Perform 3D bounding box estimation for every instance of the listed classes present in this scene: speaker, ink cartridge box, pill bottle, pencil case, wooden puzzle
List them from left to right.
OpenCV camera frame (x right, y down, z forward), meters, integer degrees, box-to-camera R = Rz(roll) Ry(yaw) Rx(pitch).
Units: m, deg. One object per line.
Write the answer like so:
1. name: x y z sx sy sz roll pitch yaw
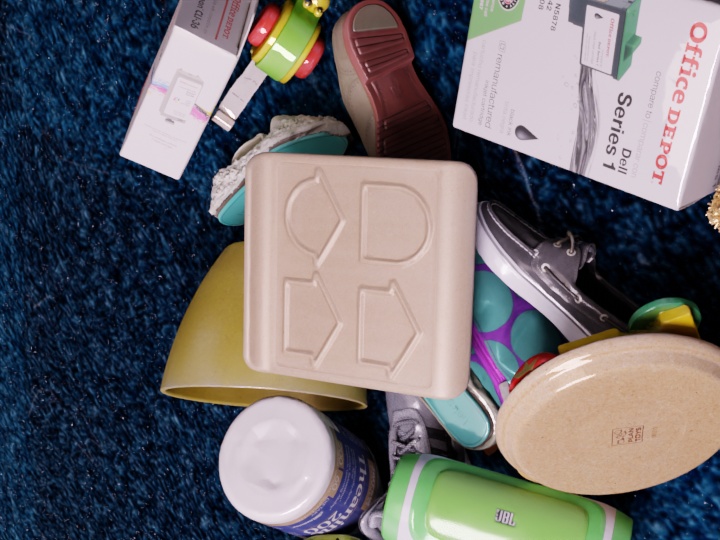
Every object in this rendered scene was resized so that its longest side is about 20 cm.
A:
1. ink cartridge box: -0.159 -0.203 1.040 0.067 0.118 0.201 22 129 -16
2. pill bottle: -0.045 0.196 1.029 0.109 0.200 0.113 -7 68 17
3. wooden puzzle: 0.000 0.000 0.897 0.196 0.046 0.189 5 99 22
4. pencil case: 0.111 0.044 0.920 0.202 0.092 0.085 56 131 12
5. speaker: 0.120 0.215 0.902 0.196 0.089 0.090 14 115 14
6. ink cartridge box: 0.180 -0.150 0.799 0.198 0.084 0.149 25 120 32

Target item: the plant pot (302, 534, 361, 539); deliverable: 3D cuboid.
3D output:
1. plant pot: -0.026 0.344 1.028 0.199 0.199 0.192 37 149 25

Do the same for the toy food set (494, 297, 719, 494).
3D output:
1. toy food set: 0.198 0.106 0.822 0.195 0.049 0.201 -19 136 15

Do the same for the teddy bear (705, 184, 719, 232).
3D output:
1. teddy bear: 0.308 -0.045 0.738 0.144 0.066 0.203 28 122 28

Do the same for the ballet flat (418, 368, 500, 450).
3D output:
1. ballet flat: 0.057 0.073 0.970 0.067 0.062 0.201 -38 85 28

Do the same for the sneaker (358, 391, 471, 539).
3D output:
1. sneaker: 0.046 0.184 1.008 0.075 0.113 0.204 -12 97 41

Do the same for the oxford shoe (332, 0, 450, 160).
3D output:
1. oxford shoe: 0.026 -0.134 0.962 0.075 0.069 0.204 4 111 67

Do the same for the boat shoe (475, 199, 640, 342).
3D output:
1. boat shoe: 0.170 0.005 0.875 0.200 0.070 0.067 49 121 16

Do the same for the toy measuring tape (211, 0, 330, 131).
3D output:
1. toy measuring tape: -0.090 -0.188 1.018 0.074 0.073 0.200 54 128 11

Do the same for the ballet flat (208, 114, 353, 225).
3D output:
1. ballet flat: -0.086 -0.112 1.056 0.199 0.071 0.073 -30 85 41

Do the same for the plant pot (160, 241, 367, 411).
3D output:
1. plant pot: -0.087 0.053 1.046 0.198 0.198 0.145 -8 73 41

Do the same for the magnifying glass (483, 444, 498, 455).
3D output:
1. magnifying glass: 0.058 0.087 0.999 0.200 0.079 0.022 48 147 3
